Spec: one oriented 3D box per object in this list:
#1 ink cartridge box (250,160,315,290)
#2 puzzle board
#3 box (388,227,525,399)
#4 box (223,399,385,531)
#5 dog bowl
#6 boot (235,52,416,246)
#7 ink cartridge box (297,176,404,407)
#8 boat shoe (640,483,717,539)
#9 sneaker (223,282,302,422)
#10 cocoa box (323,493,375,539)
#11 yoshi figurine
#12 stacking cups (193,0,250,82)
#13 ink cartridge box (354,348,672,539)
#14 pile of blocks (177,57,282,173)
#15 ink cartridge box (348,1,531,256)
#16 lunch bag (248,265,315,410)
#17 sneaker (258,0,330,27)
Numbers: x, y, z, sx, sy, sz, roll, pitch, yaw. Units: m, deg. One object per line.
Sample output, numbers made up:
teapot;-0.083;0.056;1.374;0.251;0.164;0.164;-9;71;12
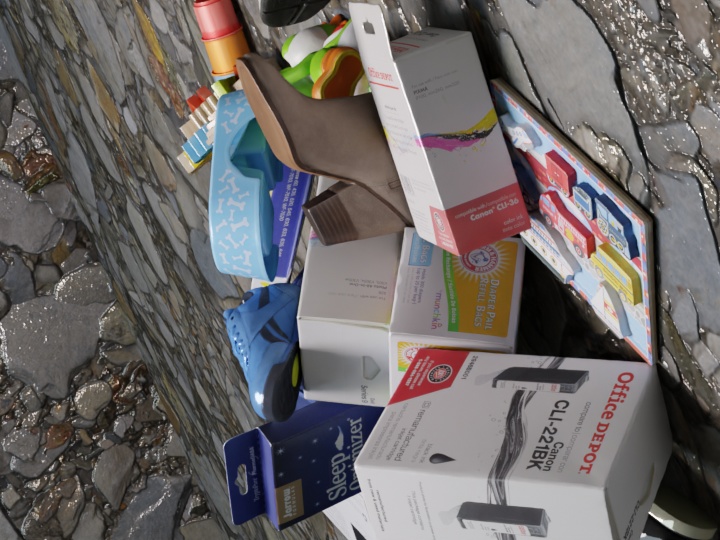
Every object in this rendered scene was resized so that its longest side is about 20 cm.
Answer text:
ink cartridge box;-0.072;-0.067;1.809;0.200;0.047;0.198;104;178;-70
puzzle board;0.156;-0.036;1.370;0.200;0.017;0.151;50;160;42
box;0.081;0.066;1.544;0.200;0.101;0.113;87;-170;-56
box;-0.027;0.164;1.669;0.032;0.200;0.121;50;153;40
dog bowl;-0.105;-0.082;1.688;0.112;0.049;0.200;77;-168;-57
boot;0.002;-0.118;1.494;0.200;0.146;0.070;65;170;-27
ink cartridge box;0.000;0.000;1.618;0.145;0.087;0.200;87;-172;-57
boat shoe;0.197;0.174;1.447;0.201;0.074;0.063;44;117;47
sneaker;-0.088;0.072;1.608;0.200;0.078;0.066;-79;-7;-63
cocoa box;0.034;0.222;1.971;0.200;0.131;0.134;39;151;56
yoshi figurine;-0.028;-0.158;1.615;0.113;0.112;0.200;62;169;-21
stacking cups;-0.128;-0.202;1.973;0.060;0.060;0.200;27;136;65
ink cartridge box;0.118;0.138;1.375;0.200;0.144;0.084;3;128;25
pile of blocks;-0.153;-0.167;1.911;0.062;0.082;0.200;53;136;2
ink cartridge box;0.059;-0.121;1.419;0.116;0.067;0.200;-146;36;-73
lunch bag;-0.020;0.078;1.780;0.136;0.200;0.132;33;160;9
sneaker;-0.063;-0.306;1.576;0.201;0.076;0.115;108;142;-58
